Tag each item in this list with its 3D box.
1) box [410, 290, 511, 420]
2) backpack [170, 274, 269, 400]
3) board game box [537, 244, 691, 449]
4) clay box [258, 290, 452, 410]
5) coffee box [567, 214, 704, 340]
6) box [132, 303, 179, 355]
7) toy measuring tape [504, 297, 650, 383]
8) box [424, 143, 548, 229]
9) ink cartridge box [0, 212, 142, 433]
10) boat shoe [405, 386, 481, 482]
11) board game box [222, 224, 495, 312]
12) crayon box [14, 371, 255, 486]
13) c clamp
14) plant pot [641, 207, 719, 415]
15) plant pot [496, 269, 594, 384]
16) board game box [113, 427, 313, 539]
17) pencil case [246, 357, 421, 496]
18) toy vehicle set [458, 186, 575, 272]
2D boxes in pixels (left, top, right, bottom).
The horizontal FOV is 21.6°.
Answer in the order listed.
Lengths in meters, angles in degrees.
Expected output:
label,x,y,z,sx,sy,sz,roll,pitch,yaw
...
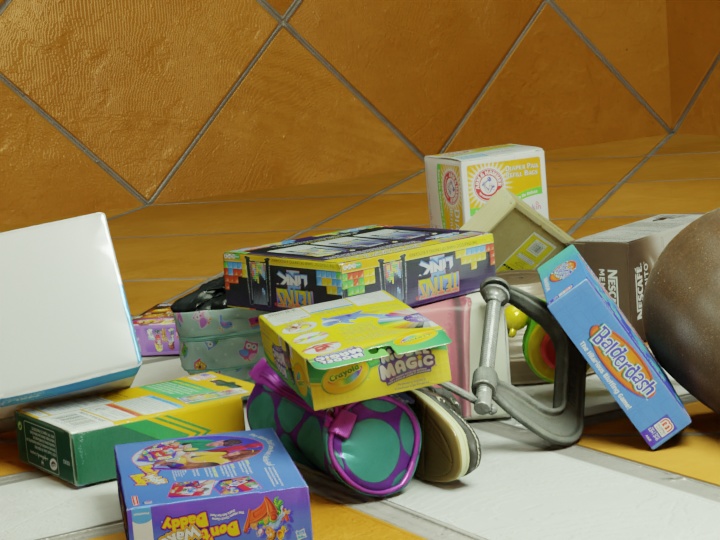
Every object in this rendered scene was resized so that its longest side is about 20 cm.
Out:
label,x,y,z,sx,sy,sz,roll,pitch,yaw
box,0.036,0.080,1.761,0.199,0.110,0.128,-5,8,0
backpack,-0.101,0.058,1.926,0.166,0.127,0.200,-13,4,30
board game box,0.218,0.062,1.650,0.045,0.152,0.200,-36,6,7
clay box,-0.004,0.064,1.507,0.114,0.048,0.200,-12,13,-13
coffee box,0.315,0.008,2.075,0.079,0.115,0.200,3,12,39
box,-0.161,0.064,2.194,0.199,0.039,0.137,-3,10,12
toy measuring tape,0.222,0.087,1.790,0.199,0.074,0.074,23,7,-5
box,0.149,-0.040,2.177,0.112,0.201,0.101,-8,9,-22
ink cartridge box,-0.295,0.055,1.743,0.145,0.147,0.200,-13,-12,-15
boat shoe,0.056,0.125,1.571,0.065,0.074,0.200,-7,14,-23
board game box,0.000,0.000,1.754,0.199,0.057,0.165,-12,13,-42
crayon box,-0.191,0.139,1.682,0.199,0.052,0.126,-11,10,-31
c clamp,0.131,0.070,1.627,0.171,0.027,0.200,35,33,-10
plant pot,0.349,0.065,1.562,0.186,0.188,0.200,-5,24,-5
plant pot,0.161,0.052,1.937,0.200,0.093,0.201,-5,9,1
board game box,-0.118,0.171,1.454,0.134,0.045,0.200,-6,9,-9
pencil case,-0.025,0.125,1.558,0.085,0.092,0.200,-49,21,-13
toy vehicle set,0.159,-0.007,2.013,0.027,0.124,0.200,52,12,33
